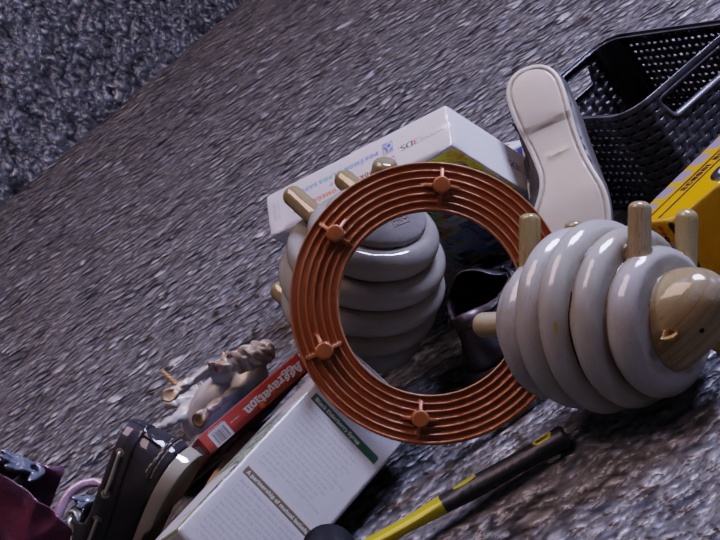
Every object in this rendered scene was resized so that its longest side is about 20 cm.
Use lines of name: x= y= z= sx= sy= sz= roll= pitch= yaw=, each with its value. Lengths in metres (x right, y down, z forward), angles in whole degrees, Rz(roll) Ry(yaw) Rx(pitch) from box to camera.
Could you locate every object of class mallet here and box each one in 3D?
mallet: x=0.047 y=0.156 z=1.225 sx=0.200 sy=0.041 sz=0.066 roll=-31 pitch=14 yaw=-5

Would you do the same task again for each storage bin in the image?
storage bin: x=0.236 y=-0.128 z=1.538 sx=0.135 sy=0.094 sz=0.200 roll=-40 pitch=18 yaw=-18

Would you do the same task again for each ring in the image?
ring: x=0.050 y=0.023 z=1.296 sx=0.200 sy=0.200 sz=0.019 roll=-35 pitch=-3 yaw=-3

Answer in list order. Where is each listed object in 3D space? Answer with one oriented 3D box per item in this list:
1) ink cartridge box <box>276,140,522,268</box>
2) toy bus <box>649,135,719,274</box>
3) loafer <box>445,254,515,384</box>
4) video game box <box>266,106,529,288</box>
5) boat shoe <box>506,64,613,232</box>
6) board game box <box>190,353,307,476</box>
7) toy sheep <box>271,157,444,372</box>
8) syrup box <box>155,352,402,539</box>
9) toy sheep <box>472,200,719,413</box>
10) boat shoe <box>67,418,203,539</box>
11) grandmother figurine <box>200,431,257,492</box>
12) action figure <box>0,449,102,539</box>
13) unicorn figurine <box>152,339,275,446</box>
ink cartridge box: x=0.039 y=-0.063 z=1.745 sx=0.200 sy=0.041 sz=0.200 roll=-29 pitch=11 yaw=-33
toy bus: x=0.289 y=-0.071 z=1.328 sx=0.200 sy=0.065 sz=0.078 roll=-42 pitch=17 yaw=-23
loafer: x=0.098 y=0.022 z=1.434 sx=0.072 sy=0.063 sz=0.200 roll=-30 pitch=17 yaw=13
video game box: x=0.054 y=-0.048 z=1.513 sx=0.182 sy=0.200 sz=0.047 roll=-23 pitch=60 yaw=29
boat shoe: x=0.162 y=-0.066 z=1.448 sx=0.067 sy=0.200 sz=0.057 roll=-17 pitch=-22 yaw=16
board game box: x=-0.101 y=0.126 z=1.485 sx=0.103 sy=0.019 sz=0.200 roll=-39 pitch=-4 yaw=-19
toy sheep: x=0.000 y=0.000 z=1.383 sx=0.138 sy=0.200 sz=0.138 roll=3 pitch=39 yaw=-3
syrup box: x=-0.054 y=0.154 z=1.304 sx=0.200 sy=0.081 sz=0.079 roll=-45 pitch=3 yaw=-34
toy sheep: x=0.154 y=0.027 z=1.197 sx=0.200 sy=0.138 sz=0.138 roll=-6 pitch=32 yaw=48
boat shoe: x=-0.187 y=0.190 z=1.398 sx=0.200 sy=0.063 sz=0.073 roll=-57 pitch=-8 yaw=33
grandmother figurine: x=-0.119 y=0.197 z=1.381 sx=0.200 sy=0.061 sz=0.121 roll=-44 pitch=4 yaw=-36
action figure: x=-0.307 y=0.242 z=1.533 sx=0.200 sy=0.134 sz=0.149 roll=-57 pitch=-27 yaw=15
unicorn figurine: x=-0.136 y=0.116 z=1.601 sx=0.200 sy=0.074 sz=0.137 roll=-27 pitch=6 yaw=40
